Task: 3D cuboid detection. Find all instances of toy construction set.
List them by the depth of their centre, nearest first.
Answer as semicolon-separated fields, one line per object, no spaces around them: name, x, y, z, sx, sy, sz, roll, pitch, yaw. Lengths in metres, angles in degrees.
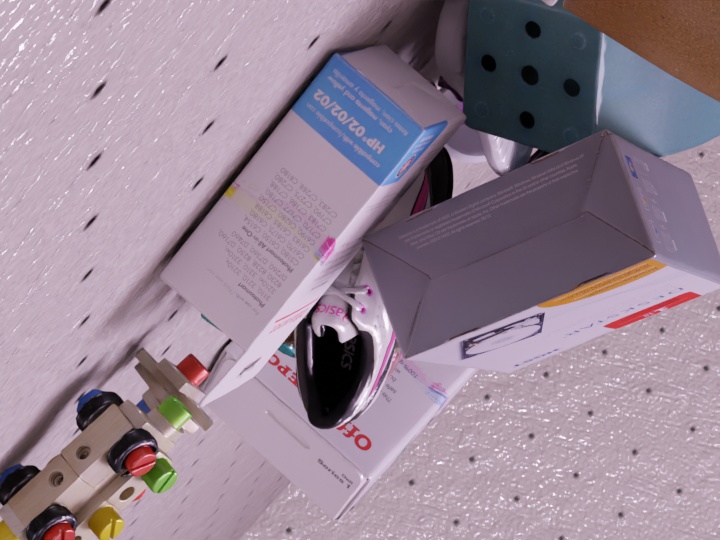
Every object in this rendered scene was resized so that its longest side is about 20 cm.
toy construction set;-0.150;0.131;1.408;0.200;0.092;0.131;-56;151;-8

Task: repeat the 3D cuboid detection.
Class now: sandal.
sandal;0.074;-0.125;1.524;0.083;0.050;0.203;-67;158;-17

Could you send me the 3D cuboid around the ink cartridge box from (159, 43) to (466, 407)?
ink cartridge box;-0.037;-0.027;1.345;0.200;0.068;0.115;-51;174;14

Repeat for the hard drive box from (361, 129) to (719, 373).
hard drive box;0.112;-0.006;1.404;0.156;0.077;0.200;-23;169;18

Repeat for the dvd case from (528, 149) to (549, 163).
dvd case;0.076;-0.026;1.631;0.200;0.016;0.149;-44;-178;10

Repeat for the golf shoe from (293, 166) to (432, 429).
golf shoe;0.000;0.000;1.443;0.092;0.072;0.200;-65;161;-65

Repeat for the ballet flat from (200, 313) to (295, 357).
ballet flat;-0.053;0.016;1.524;0.065;0.070;0.200;-57;177;0

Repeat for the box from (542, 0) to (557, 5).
box;0.138;-0.238;1.225;0.200;0.078;0.095;-47;175;-19

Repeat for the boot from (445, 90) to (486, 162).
boot;0.121;-0.137;1.801;0.200;0.074;0.096;-43;173;-23

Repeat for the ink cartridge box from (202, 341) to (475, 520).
ink cartridge box;-0.002;0.067;1.837;0.200;0.145;0.084;-45;173;-35

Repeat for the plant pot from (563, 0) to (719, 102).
plant pot;0.237;-0.141;1.226;0.186;0.200;0.186;-49;177;-4

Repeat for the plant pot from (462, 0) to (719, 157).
plant pot;0.151;-0.146;1.457;0.200;0.141;0.142;-34;134;-47

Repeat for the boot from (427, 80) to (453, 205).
boot;0.024;-0.063;1.592;0.200;0.069;0.174;-59;171;-39
